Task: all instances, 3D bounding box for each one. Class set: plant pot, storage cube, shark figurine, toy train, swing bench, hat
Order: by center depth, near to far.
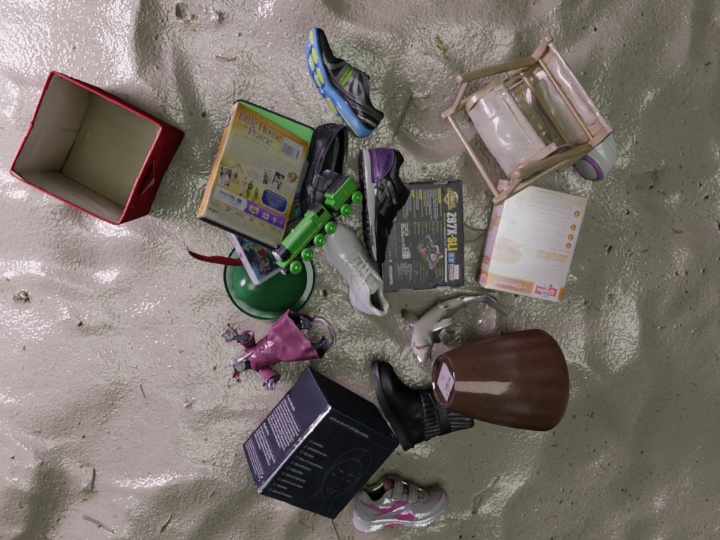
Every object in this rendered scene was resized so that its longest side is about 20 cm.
[{"bbox_3d":[-0.413,-0.192,0.931,0.199,0.180,0.172,26,97,-10],"label":"storage cube"},{"bbox_3d":[-0.072,-0.078,0.958,0.200,0.042,0.056,-49,125,-13],"label":"toy train"},{"bbox_3d":[0.280,-0.256,0.980,0.199,0.130,0.200,-26,79,-11],"label":"swing bench"},{"bbox_3d":[-0.176,0.025,0.992,0.198,0.176,0.167,-4,99,-4],"label":"hat"},{"bbox_3d":[0.238,0.199,1.040,0.198,0.187,0.189,3,100,-19],"label":"plant pot"},{"bbox_3d":[0.168,0.102,1.106,0.213,0.128,0.090,-31,128,-17],"label":"shark figurine"}]

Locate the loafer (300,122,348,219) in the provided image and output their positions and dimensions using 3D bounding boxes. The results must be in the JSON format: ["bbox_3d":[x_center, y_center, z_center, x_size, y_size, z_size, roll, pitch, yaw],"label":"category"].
[{"bbox_3d":[-0.060,-0.159,1.003,0.068,0.070,0.203,10,86,-44],"label":"loafer"}]

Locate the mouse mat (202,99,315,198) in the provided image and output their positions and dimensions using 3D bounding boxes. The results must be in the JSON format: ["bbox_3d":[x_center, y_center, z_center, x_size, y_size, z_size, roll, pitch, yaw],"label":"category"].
[{"bbox_3d":[-0.183,-0.189,1.041,0.160,0.008,0.202,20,98,-9],"label":"mouse mat"}]

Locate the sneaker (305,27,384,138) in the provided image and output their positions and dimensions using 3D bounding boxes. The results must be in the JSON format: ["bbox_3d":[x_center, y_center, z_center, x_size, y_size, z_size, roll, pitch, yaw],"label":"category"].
[{"bbox_3d":[-0.029,-0.332,1.005,0.082,0.071,0.200,-37,103,-12],"label":"sneaker"}]

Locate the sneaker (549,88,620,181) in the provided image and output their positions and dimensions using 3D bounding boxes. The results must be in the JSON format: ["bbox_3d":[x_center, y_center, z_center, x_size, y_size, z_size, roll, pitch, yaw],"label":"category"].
[{"bbox_3d":[0.406,-0.265,1.062,0.100,0.075,0.200,-42,102,-16],"label":"sneaker"}]

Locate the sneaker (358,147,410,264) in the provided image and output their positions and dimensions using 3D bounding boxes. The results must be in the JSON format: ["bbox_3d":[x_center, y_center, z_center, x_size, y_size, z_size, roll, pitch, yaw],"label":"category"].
[{"bbox_3d":[0.048,-0.112,0.998,0.087,0.076,0.202,-5,99,-8],"label":"sneaker"}]

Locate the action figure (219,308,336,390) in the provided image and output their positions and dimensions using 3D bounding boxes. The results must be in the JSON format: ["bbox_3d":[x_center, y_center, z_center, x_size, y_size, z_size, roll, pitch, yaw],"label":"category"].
[{"bbox_3d":[-0.166,0.139,1.068,0.199,0.149,0.135,-26,93,19],"label":"action figure"}]

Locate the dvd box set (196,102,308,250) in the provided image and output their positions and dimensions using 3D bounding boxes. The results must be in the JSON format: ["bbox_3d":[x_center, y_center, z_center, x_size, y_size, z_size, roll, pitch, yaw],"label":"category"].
[{"bbox_3d":[-0.172,-0.152,0.942,0.146,0.029,0.202,23,73,-36],"label":"dvd box set"}]

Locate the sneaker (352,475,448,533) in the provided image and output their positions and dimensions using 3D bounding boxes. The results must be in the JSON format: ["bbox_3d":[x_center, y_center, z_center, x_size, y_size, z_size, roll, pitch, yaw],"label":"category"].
[{"bbox_3d":[0.078,0.459,1.146,0.198,0.081,0.089,-9,103,-4],"label":"sneaker"}]

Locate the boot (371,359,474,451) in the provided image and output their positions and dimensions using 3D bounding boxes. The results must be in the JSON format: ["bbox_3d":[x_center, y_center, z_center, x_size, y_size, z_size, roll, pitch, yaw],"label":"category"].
[{"bbox_3d":[0.120,0.239,1.109,0.157,0.080,0.212,-23,112,6],"label":"boot"}]

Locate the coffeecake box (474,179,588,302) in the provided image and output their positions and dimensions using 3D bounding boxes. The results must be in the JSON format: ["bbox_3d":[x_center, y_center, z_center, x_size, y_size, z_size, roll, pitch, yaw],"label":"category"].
[{"bbox_3d":[0.318,-0.056,1.079,0.152,0.073,0.202,11,99,-7],"label":"coffeecake box"}]

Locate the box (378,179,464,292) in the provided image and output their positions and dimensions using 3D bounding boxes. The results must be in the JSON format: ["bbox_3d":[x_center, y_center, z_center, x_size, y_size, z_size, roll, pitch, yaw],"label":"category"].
[{"bbox_3d":[0.112,-0.064,1.070,0.158,0.049,0.202,-5,100,-7],"label":"box"}]

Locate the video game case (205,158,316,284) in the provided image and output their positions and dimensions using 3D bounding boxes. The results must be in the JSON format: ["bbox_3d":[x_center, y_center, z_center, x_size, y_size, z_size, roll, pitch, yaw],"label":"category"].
[{"bbox_3d":[-0.145,-0.102,0.994,0.199,0.023,0.184,-35,107,-36],"label":"video game case"}]

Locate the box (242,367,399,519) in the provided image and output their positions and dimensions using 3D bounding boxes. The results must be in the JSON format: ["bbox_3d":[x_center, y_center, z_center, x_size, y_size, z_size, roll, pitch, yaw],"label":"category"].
[{"bbox_3d":[-0.072,0.320,1.051,0.197,0.124,0.200,-48,127,6],"label":"box"}]

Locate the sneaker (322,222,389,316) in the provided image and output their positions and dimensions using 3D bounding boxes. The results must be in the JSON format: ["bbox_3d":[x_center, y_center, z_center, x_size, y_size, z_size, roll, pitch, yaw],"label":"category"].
[{"bbox_3d":[0.000,0.000,1.029,0.070,0.080,0.201,-39,121,-19],"label":"sneaker"}]
